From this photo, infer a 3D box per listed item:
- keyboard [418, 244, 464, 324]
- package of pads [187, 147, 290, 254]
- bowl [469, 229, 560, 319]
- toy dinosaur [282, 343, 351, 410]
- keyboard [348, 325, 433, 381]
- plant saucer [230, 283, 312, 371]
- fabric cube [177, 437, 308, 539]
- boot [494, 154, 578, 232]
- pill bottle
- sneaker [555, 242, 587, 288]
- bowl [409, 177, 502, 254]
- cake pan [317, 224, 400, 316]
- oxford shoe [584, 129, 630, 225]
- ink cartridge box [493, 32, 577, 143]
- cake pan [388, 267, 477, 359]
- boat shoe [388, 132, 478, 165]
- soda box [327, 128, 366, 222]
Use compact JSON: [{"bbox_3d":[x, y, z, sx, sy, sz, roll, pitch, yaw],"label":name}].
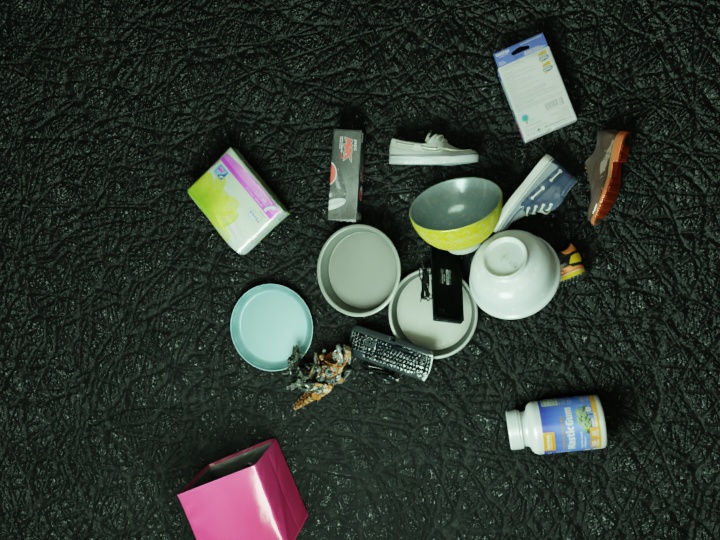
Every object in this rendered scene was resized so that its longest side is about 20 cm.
[{"bbox_3d":[0.169,0.019,1.543,0.103,0.040,0.202,11,62,-20],"label":"keyboard"},{"bbox_3d":[-0.283,-0.155,1.633,0.154,0.068,0.200,-42,86,9],"label":"package of pads"},{"bbox_3d":[0.310,-0.008,1.485,0.199,0.090,0.203,-13,59,22],"label":"bowl"},{"bbox_3d":[-0.098,0.245,1.609,0.135,0.102,0.202,22,97,-27],"label":"toy dinosaur"},{"bbox_3d":[0.059,0.200,1.580,0.198,0.040,0.105,17,110,21],"label":"keyboard"},{"bbox_3d":[-0.205,0.132,1.657,0.197,0.027,0.203,0,92,9],"label":"plant saucer"},{"bbox_3d":[-0.256,0.527,1.600,0.194,0.200,0.201,-24,91,9],"label":"fabric cube"},{"bbox_3d":[0.372,-0.144,1.522,0.090,0.073,0.201,39,98,11],"label":"boot"},{"bbox_3d":[0.415,0.332,1.522,0.197,0.112,0.114,-9,92,9],"label":"pill bottle"},{"bbox_3d":[0.381,0.003,1.541,0.198,0.070,0.091,-17,71,12],"label":"sneaker"},{"bbox_3d":[0.212,-0.100,1.517,0.198,0.201,0.109,-13,124,10],"label":"bowl"},{"bbox_3d":[0.000,0.000,1.584,0.198,0.037,0.203,0,90,22],"label":"cake pan"},{"bbox_3d":[0.511,-0.199,1.512,0.072,0.071,0.203,21,100,36],"label":"oxford shoe"},{"bbox_3d":[0.372,-0.390,1.527,0.118,0.042,0.202,-21,92,10],"label":"ink cartridge box"},{"bbox_3d":[0.162,0.094,1.588,0.197,0.037,0.203,0,93,9],"label":"cake pan"},{"bbox_3d":[0.159,-0.267,1.557,0.197,0.071,0.071,3,96,16],"label":"boat shoe"},{"bbox_3d":[-0.030,-0.210,1.591,0.070,0.063,0.203,4,93,9],"label":"soda box"}]
